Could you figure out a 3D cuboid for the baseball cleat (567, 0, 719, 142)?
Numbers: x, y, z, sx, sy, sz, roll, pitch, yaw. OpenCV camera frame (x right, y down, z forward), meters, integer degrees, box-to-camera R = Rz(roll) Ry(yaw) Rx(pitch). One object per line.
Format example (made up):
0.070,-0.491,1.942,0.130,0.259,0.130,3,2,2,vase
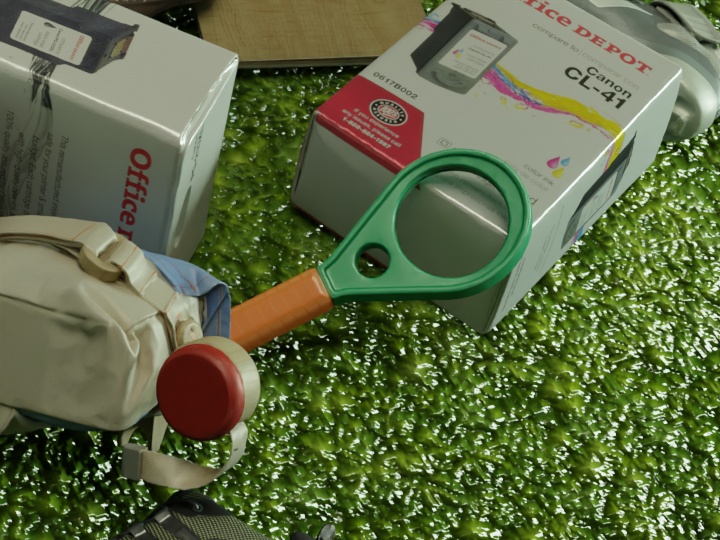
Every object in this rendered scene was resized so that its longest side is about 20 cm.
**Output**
0.152,-0.158,1.370,0.200,0.070,0.106,40,44,9,baseball cleat

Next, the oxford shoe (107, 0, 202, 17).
-0.167,-0.151,1.280,0.199,0.073,0.071,-16,12,-32,oxford shoe

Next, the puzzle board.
-0.045,-0.202,1.385,0.150,0.017,0.201,-4,49,-16,puzzle board

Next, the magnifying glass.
0.000,0.000,1.147,0.199,0.022,0.080,-26,73,-1,magnifying glass

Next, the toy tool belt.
-0.119,0.034,1.072,0.199,0.126,0.123,10,13,25,toy tool belt

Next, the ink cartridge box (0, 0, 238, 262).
-0.178,-0.078,1.147,0.199,0.145,0.084,23,45,7,ink cartridge box

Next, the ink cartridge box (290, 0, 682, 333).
0.076,-0.078,1.256,0.147,0.086,0.200,32,51,16,ink cartridge box

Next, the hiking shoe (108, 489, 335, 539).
-0.101,0.154,1.016,0.199,0.076,0.101,9,37,-19,hiking shoe
